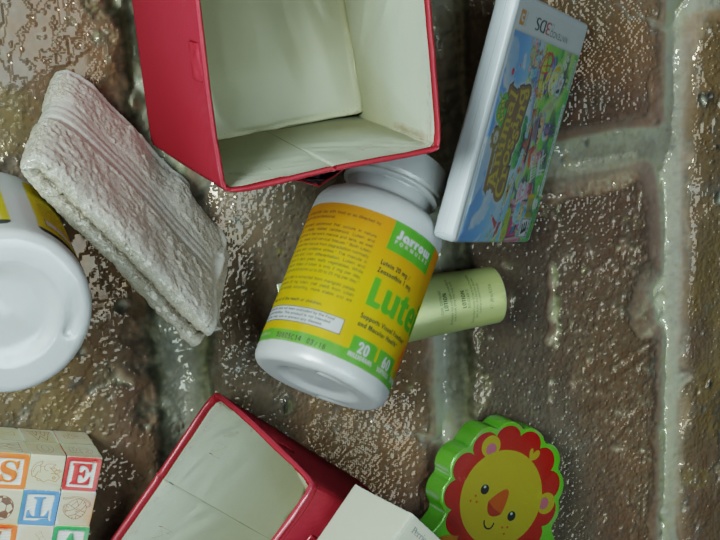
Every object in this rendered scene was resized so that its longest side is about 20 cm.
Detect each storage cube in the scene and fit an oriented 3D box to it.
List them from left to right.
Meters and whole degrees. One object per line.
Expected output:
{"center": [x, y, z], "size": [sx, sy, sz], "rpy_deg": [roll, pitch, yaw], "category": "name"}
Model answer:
{"center": [-0.062, -0.171, 0.965], "size": [0.170, 0.180, 0.201], "rpy_deg": [-13, 110, -22], "category": "storage cube"}
{"center": [-0.067, 0.235, 1.062], "size": [0.180, 0.200, 0.171], "rpy_deg": [37, 86, -35], "category": "storage cube"}

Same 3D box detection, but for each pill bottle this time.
{"center": [-0.252, -0.005, 0.904], "size": [0.111, 0.200, 0.112], "rpy_deg": [-7, 112, -18], "category": "pill bottle"}
{"center": [0.000, 0.000, 1.062], "size": [0.111, 0.111, 0.201], "rpy_deg": [30, 71, -29], "category": "pill bottle"}

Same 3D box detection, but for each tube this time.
{"center": [0.028, 0.036, 1.140], "size": [0.199, 0.058, 0.052], "rpy_deg": [-8, 135, -19], "category": "tube"}

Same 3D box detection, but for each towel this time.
{"center": [-0.167, -0.046, 0.980], "size": [0.034, 0.133, 0.200], "rpy_deg": [-31, 120, 19], "category": "towel"}

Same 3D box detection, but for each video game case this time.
{"center": [0.129, -0.121, 1.100], "size": [0.182, 0.022, 0.201], "rpy_deg": [-3, 109, -64], "category": "video game case"}

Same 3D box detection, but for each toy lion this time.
{"center": [0.124, 0.244, 1.242], "size": [0.192, 0.069, 0.200], "rpy_deg": [-45, 118, -16], "category": "toy lion"}

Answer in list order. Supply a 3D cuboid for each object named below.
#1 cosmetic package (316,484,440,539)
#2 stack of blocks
{"center": [-0.012, 0.267, 0.930], "size": [0.104, 0.073, 0.200], "rpy_deg": [45, 74, -33], "category": "cosmetic package"}
{"center": [-0.310, 0.181, 1.014], "size": [0.199, 0.059, 0.116], "rpy_deg": [7, 101, -27], "category": "stack of blocks"}
